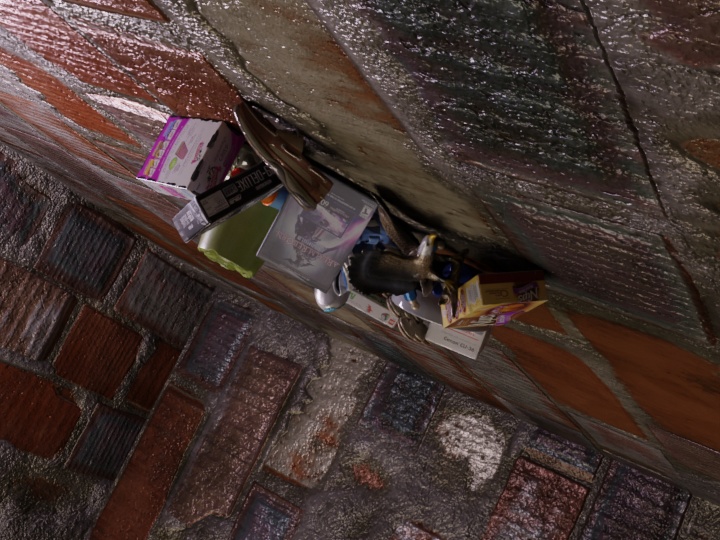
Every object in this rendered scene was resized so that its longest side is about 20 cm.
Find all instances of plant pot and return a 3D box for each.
[{"bbox_3d":[-0.219,-0.096,1.868,0.199,0.191,0.200,26,169,5],"label":"plant pot"}]

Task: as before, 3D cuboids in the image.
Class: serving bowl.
[{"bbox_3d":[0.163,0.054,1.892,0.198,0.066,0.200,16,-168,-3],"label":"serving bowl"}]

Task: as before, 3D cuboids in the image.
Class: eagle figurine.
[{"bbox_3d":[0.077,-0.027,1.587,0.198,0.152,0.152,19,-157,-9],"label":"eagle figurine"}]

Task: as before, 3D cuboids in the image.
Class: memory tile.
[{"bbox_3d":[0.079,0.061,1.969,0.201,0.017,0.153,63,-162,20],"label":"memory tile"}]

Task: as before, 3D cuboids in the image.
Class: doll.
[{"bbox_3d":[0.125,0.010,1.711,0.198,0.137,0.049,21,-162,-18],"label":"doll"}]

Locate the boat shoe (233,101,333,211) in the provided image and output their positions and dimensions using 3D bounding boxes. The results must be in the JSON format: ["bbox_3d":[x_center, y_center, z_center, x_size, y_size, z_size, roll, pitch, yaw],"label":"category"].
[{"bbox_3d":[-0.118,-0.186,1.498,0.200,0.072,0.076,50,179,-17],"label":"boat shoe"}]

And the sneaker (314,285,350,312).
[{"bbox_3d":[-0.062,-0.019,1.840,0.076,0.202,0.081,-10,152,23],"label":"sneaker"}]

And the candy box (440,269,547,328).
[{"bbox_3d":[0.218,0.050,1.618,0.115,0.057,0.200,-3,165,-15],"label":"candy box"}]

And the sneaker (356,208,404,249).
[{"bbox_3d":[-0.001,-0.075,1.708,0.199,0.083,0.074,26,169,-6],"label":"sneaker"}]

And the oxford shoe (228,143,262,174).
[{"bbox_3d":[-0.225,-0.197,1.755,0.199,0.058,0.075,16,162,39],"label":"oxford shoe"}]

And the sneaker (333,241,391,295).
[{"bbox_3d":[0.000,0.000,1.807,0.080,0.147,0.200,15,153,40],"label":"sneaker"}]

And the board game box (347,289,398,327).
[{"bbox_3d":[-0.009,0.033,1.991,0.199,0.035,0.126,29,-158,-11],"label":"board game box"}]

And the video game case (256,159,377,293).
[{"bbox_3d":[-0.075,-0.072,1.658,0.142,0.201,0.019,28,-155,-6],"label":"video game case"}]

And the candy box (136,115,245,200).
[{"bbox_3d":[-0.304,-0.199,1.722,0.061,0.137,0.199,33,169,-38],"label":"candy box"}]

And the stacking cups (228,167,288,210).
[{"bbox_3d":[-0.147,-0.139,1.750,0.199,0.061,0.060,24,174,-37],"label":"stacking cups"}]

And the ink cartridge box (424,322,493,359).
[{"bbox_3d":[0.204,0.120,1.980,0.116,0.068,0.200,21,-168,13],"label":"ink cartridge box"}]

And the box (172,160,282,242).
[{"bbox_3d":[-0.199,-0.125,1.586,0.050,0.199,0.157,59,153,-3],"label":"box"}]

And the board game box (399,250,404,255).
[{"bbox_3d":[0.065,-0.039,1.896,0.199,0.024,0.105,20,170,35],"label":"board game box"}]
